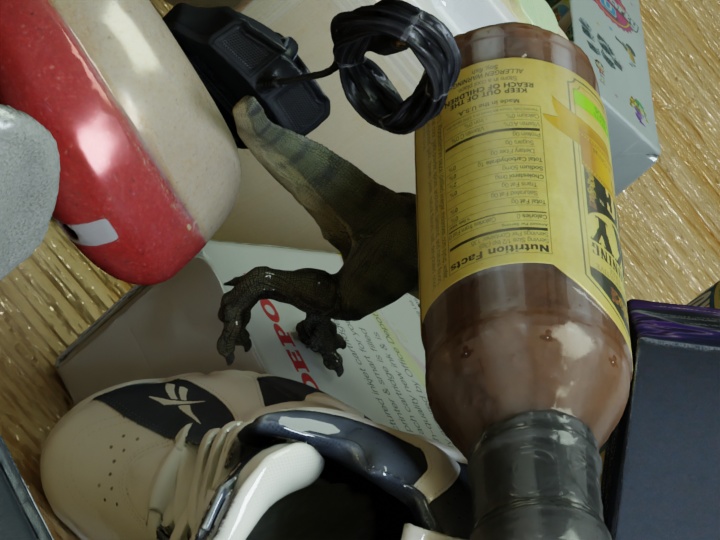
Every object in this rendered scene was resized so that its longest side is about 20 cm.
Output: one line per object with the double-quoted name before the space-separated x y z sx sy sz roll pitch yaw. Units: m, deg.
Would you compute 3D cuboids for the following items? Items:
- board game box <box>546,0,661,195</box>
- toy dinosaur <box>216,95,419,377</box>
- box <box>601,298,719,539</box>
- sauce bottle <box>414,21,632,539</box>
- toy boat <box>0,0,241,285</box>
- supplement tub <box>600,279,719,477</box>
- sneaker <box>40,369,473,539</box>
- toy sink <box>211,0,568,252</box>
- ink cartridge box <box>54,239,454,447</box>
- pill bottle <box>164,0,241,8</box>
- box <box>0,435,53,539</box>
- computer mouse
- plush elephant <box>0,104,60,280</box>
"board game box" 0.070 -0.081 1.207 0.064 0.147 0.200 39 26 -21
"toy dinosaur" 0.000 0.000 0.826 0.200 0.088 0.048 28 36 -42
"box" 0.155 0.074 0.817 0.200 0.147 0.105 -31 128 -85
"sauce bottle" 0.049 0.013 0.735 0.065 0.065 0.201 35 38 -34
"toy boat" -0.138 -0.047 0.816 0.200 0.131 0.131 24 -25 42
"supplement tub" 0.164 0.088 1.072 0.145 0.200 0.145 41 25 -24
"sneaker" -0.039 0.071 0.756 0.199 0.080 0.129 19 -2 28
"toy sink" 0.010 -0.090 1.026 0.112 0.200 0.130 48 29 -8
"ink cartridge box" -0.003 0.072 0.931 0.200 0.083 0.146 6 51 -58
"pill bottle" -0.114 -0.185 1.054 0.200 0.109 0.110 25 35 -53
"box" -0.150 0.113 0.580 0.200 0.046 0.159 -12 66 -44
"computer mouse" -0.017 -0.070 0.785 0.059 0.034 0.200 50 -20 -20
"plush elephant" -0.179 -0.027 0.690 0.164 0.155 0.200 -32 43 -29
